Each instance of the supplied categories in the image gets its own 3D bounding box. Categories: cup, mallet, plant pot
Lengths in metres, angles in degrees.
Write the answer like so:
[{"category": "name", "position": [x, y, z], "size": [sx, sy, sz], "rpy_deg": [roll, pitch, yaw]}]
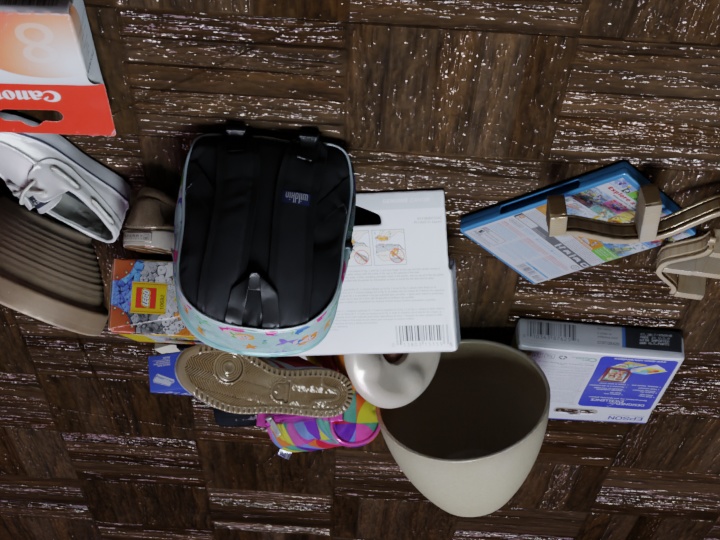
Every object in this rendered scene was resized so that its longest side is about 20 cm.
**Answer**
[{"category": "cup", "position": [0.124, 0.199, 1.763], "size": [0.198, 0.201, 0.144], "rpy_deg": [-2, 128, 10]}, {"category": "mallet", "position": [-0.170, 0.139, 1.898], "size": [0.065, 0.041, 0.200], "rpy_deg": [-1, 148, 13]}, {"category": "plant pot", "position": [-0.340, -0.015, 1.576], "size": [0.200, 0.093, 0.201], "rpy_deg": [26, -178, -1]}]

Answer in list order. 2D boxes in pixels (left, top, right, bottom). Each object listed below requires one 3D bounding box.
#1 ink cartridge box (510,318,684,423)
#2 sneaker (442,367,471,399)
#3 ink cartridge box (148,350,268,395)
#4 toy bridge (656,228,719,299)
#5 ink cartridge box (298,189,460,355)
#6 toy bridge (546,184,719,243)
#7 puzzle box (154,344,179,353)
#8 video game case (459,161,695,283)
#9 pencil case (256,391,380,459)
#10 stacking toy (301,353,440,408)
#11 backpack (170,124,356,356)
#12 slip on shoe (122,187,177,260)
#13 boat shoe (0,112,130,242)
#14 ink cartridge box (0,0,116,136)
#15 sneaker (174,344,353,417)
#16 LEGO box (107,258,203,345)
[{"category": "ink cartridge box", "position": [0.274, 0.125, 1.860], "size": [0.196, 0.047, 0.200], "rpy_deg": [4, 154, -3]}, {"category": "sneaker", "position": [0.041, 0.131, 1.869], "size": [0.199, 0.071, 0.090], "rpy_deg": [-14, 151, 33]}, {"category": "ink cartridge box", "position": [-0.157, 0.121, 1.779], "size": [0.093, 0.045, 0.200], "rpy_deg": [-9, 170, 22]}, {"category": "toy bridge", "position": [0.340, -0.008, 1.568], "size": [0.067, 0.027, 0.200], "rpy_deg": [8, 167, 3]}, {"category": "ink cartridge box", "position": [0.000, 0.000, 1.597], "size": [0.198, 0.175, 0.044], "rpy_deg": [-2, -164, 10]}, {"category": "toy bridge", "position": [0.279, -0.055, 1.481], "size": [0.198, 0.027, 0.067], "rpy_deg": [-7, 147, -1]}, {"category": "puzzle box", "position": [-0.143, 0.112, 1.905], "size": [0.132, 0.026, 0.200], "rpy_deg": [-15, 147, 31]}, {"category": "video game case", "position": [0.222, -0.045, 1.571], "size": [0.199, 0.018, 0.143], "rpy_deg": [-18, 144, 36]}, {"category": "pencil case", "position": [-0.049, 0.178, 1.849], "size": [0.088, 0.089, 0.200], "rpy_deg": [18, 162, -25]}, {"category": "stacking toy", "position": [-0.017, 0.078, 1.758], "size": [0.146, 0.147, 0.199], "rpy_deg": [28, 163, -38]}, {"category": "backpack", "position": [-0.095, -0.017, 1.468], "size": [0.176, 0.202, 0.151], "rpy_deg": [5, 152, -4]}, {"category": "slip on shoe", "position": [-0.178, -0.039, 1.591], "size": [0.075, 0.061, 0.200], "rpy_deg": [0, 172, 29]}, {"category": "boat shoe", "position": [-0.311, -0.088, 1.505], "size": [0.072, 0.066, 0.200], "rpy_deg": [-16, 146, 33]}, {"category": "ink cartridge box", "position": [-0.312, -0.172, 1.343], "size": [0.161, 0.050, 0.201], "rpy_deg": [2, 142, 4]}, {"category": "sneaker", "position": [-0.118, 0.119, 1.670], "size": [0.198, 0.072, 0.112], "rpy_deg": [13, 178, -22]}, {"category": "LEGO box", "position": [-0.181, 0.038, 1.644], "size": [0.147, 0.078, 0.200], "rpy_deg": [4, 174, 0]}]
